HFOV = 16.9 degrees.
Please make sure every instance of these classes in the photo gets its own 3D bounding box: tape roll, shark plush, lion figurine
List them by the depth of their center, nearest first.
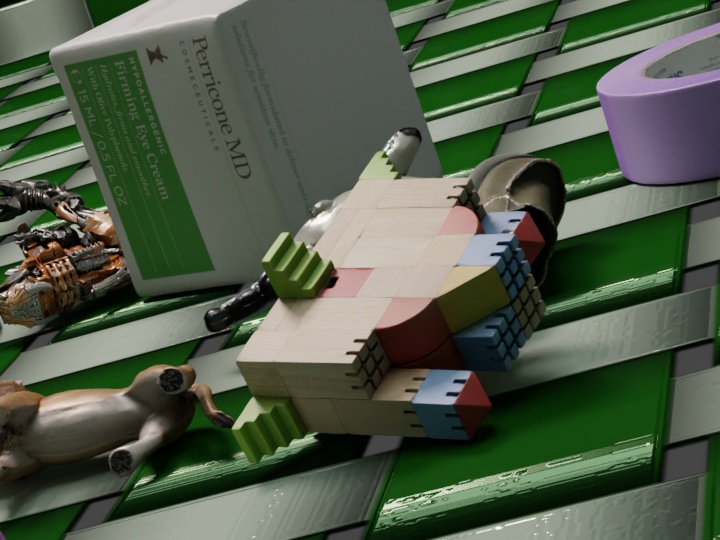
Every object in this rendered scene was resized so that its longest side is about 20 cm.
[{"bbox_3d":[-0.156,0.085,1.386,0.199,0.073,0.122,-1,3,10],"label":"lion figurine"},{"bbox_3d":[0.000,0.000,1.524,0.200,0.083,0.091,-36,63,-26],"label":"shark plush"},{"bbox_3d":[0.264,-0.124,1.644,0.199,0.066,0.200,-17,14,4],"label":"tape roll"}]

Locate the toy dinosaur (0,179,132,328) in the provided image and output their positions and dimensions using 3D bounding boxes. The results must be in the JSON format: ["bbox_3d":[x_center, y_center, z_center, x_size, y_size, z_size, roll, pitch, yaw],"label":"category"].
[{"bbox_3d":[-0.208,-0.010,1.833,0.135,0.103,0.200,13,13,39],"label":"toy dinosaur"}]

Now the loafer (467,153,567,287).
[{"bbox_3d":[0.088,-0.013,1.443,0.069,0.076,0.200,1,25,25],"label":"loafer"}]

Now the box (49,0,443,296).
[{"bbox_3d":[-0.079,-0.112,1.765,0.171,0.200,0.200,-8,18,37],"label":"box"}]

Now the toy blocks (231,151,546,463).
[{"bbox_3d":[0.032,0.017,1.280,0.136,0.100,0.200,0,40,34],"label":"toy blocks"}]

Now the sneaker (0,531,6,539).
[{"bbox_3d":[-0.187,0.126,1.126,0.072,0.115,0.200,-23,12,-13],"label":"sneaker"}]
